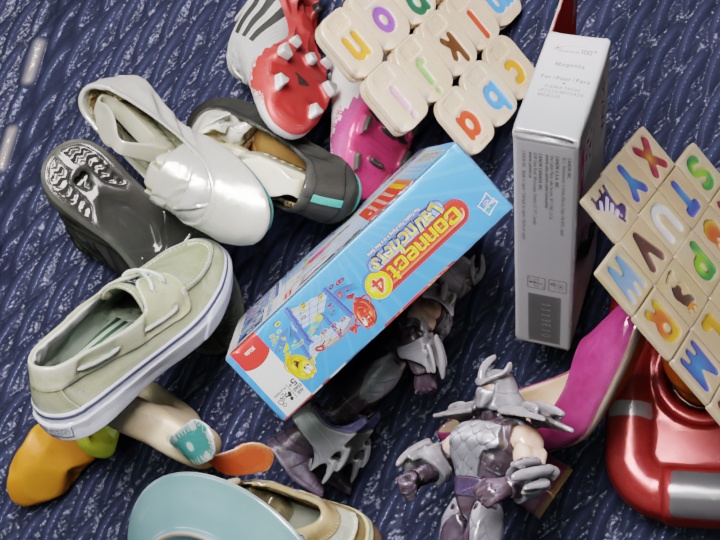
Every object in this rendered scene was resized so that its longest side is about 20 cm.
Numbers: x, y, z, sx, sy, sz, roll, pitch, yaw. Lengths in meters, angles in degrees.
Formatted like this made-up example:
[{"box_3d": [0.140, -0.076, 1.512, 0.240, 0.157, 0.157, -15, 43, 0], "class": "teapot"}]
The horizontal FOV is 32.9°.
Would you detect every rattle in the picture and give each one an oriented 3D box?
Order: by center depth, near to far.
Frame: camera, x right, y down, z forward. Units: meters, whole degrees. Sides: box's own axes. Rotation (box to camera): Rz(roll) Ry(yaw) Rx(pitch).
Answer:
[{"box_3d": [-0.170, 0.142, 0.874, 0.199, 0.130, 0.143, 30, 74, 31], "class": "rattle"}]

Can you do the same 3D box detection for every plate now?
[{"box_3d": [-0.091, 0.230, 0.817, 0.199, 0.026, 0.202, 16, 118, 31], "class": "plate"}]

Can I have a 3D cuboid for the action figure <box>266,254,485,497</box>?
[{"box_3d": [0.023, 0.066, 0.857, 0.069, 0.130, 0.200, 39, 98, 6], "class": "action figure"}]

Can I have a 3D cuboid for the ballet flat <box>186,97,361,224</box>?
[{"box_3d": [-0.086, -0.091, 0.935, 0.199, 0.068, 0.069, 24, 108, 38], "class": "ballet flat"}]

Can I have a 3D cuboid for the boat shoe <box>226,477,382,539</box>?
[{"box_3d": [-0.078, 0.169, 0.840, 0.199, 0.076, 0.072, -8, 49, 39], "class": "boat shoe"}]

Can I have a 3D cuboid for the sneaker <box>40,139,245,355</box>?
[{"box_3d": [-0.169, -0.016, 0.968, 0.199, 0.114, 0.076, 44, 82, -5], "class": "sneaker"}]

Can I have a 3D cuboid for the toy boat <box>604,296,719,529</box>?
[{"box_3d": [0.225, 0.063, 0.796, 0.129, 0.131, 0.202, 0, 73, 15], "class": "toy boat"}]

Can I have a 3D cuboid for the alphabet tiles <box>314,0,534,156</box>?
[{"box_3d": [0.047, -0.188, 0.911, 0.196, 0.015, 0.200, 48, 50, -9], "class": "alphabet tiles"}]

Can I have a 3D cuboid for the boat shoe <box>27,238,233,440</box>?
[{"box_3d": [-0.151, 0.032, 0.837, 0.072, 0.062, 0.200, 16, 43, 21], "class": "boat shoe"}]

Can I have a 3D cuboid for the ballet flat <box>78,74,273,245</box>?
[{"box_3d": [-0.146, -0.081, 0.899, 0.069, 0.069, 0.200, -46, 59, -2], "class": "ballet flat"}]

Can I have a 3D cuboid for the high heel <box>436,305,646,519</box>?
[{"box_3d": [0.117, 0.077, 0.807, 0.096, 0.201, 0.067, 34, 47, 15], "class": "high heel"}]

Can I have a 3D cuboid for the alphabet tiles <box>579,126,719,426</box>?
[{"box_3d": [0.218, 0.009, 0.747, 0.200, 0.006, 0.166, 49, 46, -3], "class": "alphabet tiles"}]

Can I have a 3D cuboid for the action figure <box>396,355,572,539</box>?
[{"box_3d": [0.069, 0.151, 0.752, 0.069, 0.130, 0.202, 14, 78, -19], "class": "action figure"}]

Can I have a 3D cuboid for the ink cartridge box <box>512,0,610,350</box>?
[{"box_3d": [0.140, -0.076, 0.803, 0.043, 0.201, 0.174, 12, 53, 17], "class": "ink cartridge box"}]

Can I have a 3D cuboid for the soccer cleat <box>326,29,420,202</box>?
[{"box_3d": [0.005, -0.150, 0.968, 0.086, 0.070, 0.202, 6, 78, 44], "class": "soccer cleat"}]

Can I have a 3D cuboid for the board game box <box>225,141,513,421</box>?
[{"box_3d": [0.000, 0.000, 0.839, 0.196, 0.200, 0.056, -43, 96, 1], "class": "board game box"}]

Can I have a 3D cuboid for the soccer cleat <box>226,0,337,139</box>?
[{"box_3d": [-0.069, -0.162, 0.956, 0.085, 0.068, 0.201, -34, 39, 28], "class": "soccer cleat"}]
